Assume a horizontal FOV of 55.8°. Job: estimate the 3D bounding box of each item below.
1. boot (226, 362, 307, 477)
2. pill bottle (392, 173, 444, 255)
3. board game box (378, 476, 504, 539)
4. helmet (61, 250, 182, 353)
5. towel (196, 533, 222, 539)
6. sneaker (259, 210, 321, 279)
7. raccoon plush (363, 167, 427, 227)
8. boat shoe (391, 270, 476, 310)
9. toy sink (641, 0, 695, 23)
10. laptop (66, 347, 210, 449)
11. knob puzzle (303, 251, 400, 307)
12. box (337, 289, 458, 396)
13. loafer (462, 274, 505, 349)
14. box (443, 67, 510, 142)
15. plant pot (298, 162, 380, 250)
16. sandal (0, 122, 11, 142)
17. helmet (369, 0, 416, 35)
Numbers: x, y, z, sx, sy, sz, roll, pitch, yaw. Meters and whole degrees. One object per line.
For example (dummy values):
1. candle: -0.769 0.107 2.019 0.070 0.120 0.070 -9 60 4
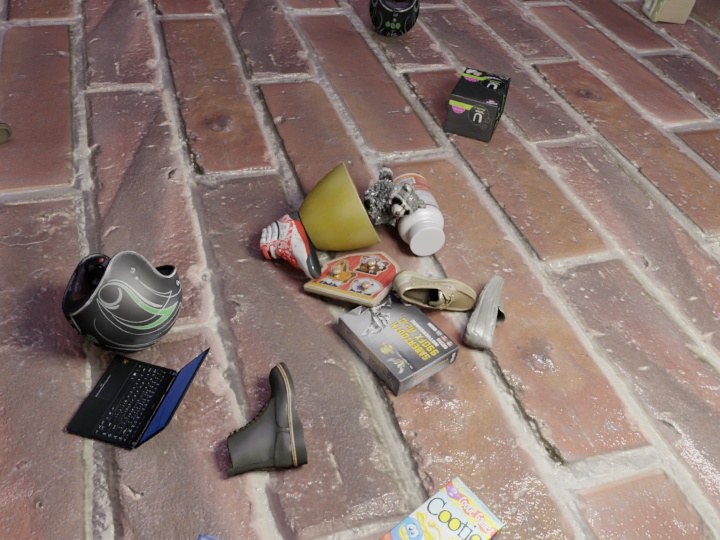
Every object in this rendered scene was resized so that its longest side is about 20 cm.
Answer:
1. boot: -0.177 0.257 1.193 0.137 0.078 0.201 -9 44 -11
2. pill bottle: 0.134 -0.133 1.626 0.111 0.113 0.201 -4 44 -12
3. board game box: 0.104 0.426 1.021 0.199 0.106 0.103 -28 53 -31
4. helmet: -0.436 0.058 1.282 0.199 0.190 0.201 -26 46 29
5. towel: -0.177 0.479 0.986 0.198 0.024 0.147 16 45 12
6. sneaker: -0.159 -0.038 1.507 0.107 0.067 0.202 -26 50 4
7. raccoon plush: 0.084 -0.194 1.560 0.096 0.133 0.202 32 46 -39
8. boat shoe: 0.161 0.055 1.428 0.198 0.073 0.065 16 27 -23
9. toy sink: 1.266 -1.117 2.853 0.198 0.113 0.131 1 42 -14
10. laptop: -0.387 0.207 1.191 0.198 0.104 0.178 14 42 7
11. knob puzzle: 0.000 0.000 1.490 0.217 0.031 0.220 -4 30 2
12. box: 0.073 0.138 1.370 0.157 0.049 0.200 -23 50 -30
13. loafer: 0.275 0.089 1.443 0.069 0.070 0.201 24 51 8
14. box: 0.352 -0.500 2.045 0.147 0.125 0.201 17 44 13
15. plant pot: -0.058 -0.124 1.555 0.141 0.201 0.201 -26 46 3
16. sandal: -0.966 -0.312 1.709 0.055 0.082 0.200 48 46 9
17. helmet: 0.121 -0.941 2.434 0.198 0.191 0.202 1 78 -4
